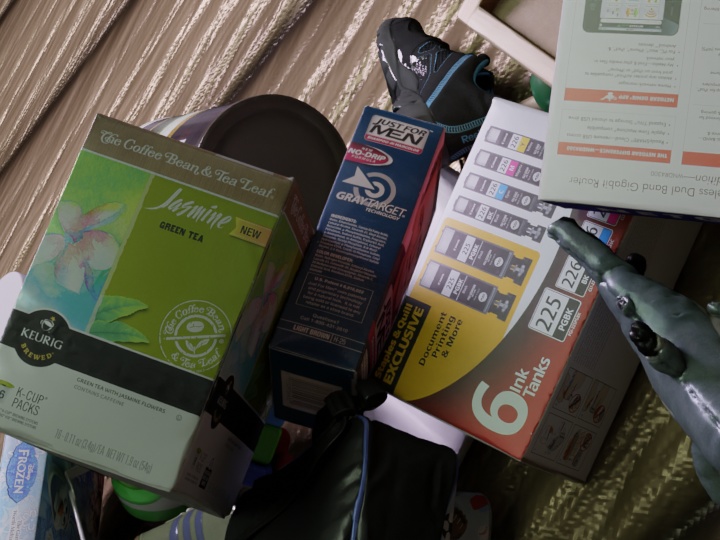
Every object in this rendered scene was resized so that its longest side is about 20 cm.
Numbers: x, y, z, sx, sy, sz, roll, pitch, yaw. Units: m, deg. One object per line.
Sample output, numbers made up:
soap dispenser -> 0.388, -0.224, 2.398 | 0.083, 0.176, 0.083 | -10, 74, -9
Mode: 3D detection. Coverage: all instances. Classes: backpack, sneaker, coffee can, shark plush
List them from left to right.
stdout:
coffee can -> -0.116, -0.067, 1.246 | 0.200, 0.146, 0.147 | 0, 68, 60
sneaker -> -0.105, 0.207, 1.138 | 0.200, 0.067, 0.090 | -2, 59, 55
backpack -> -0.015, 0.197, 0.924 | 0.190, 0.154, 0.200 | -28, 40, 49
sneaker -> 0.062, -0.140, 1.122 | 0.082, 0.073, 0.200 | -19, 37, 4
shark plush -> 0.174, 0.037, 0.777 | 0.091, 0.083, 0.200 | -39, 64, 28

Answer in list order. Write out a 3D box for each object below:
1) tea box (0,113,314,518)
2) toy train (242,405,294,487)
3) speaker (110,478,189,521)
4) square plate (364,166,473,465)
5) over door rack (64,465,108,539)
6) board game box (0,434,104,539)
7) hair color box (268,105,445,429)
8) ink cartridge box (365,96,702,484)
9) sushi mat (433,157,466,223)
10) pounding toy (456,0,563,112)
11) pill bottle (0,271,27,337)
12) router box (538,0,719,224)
tea box -> -0.123, 0.037, 0.921 | 0.200, 0.133, 0.197 | 74, -145, -76
toy train -> -0.083, 0.090, 1.141 | 0.200, 0.085, 0.116 | -121, 52, -79
speaker -> -0.174, 0.105, 1.188 | 0.088, 0.088, 0.200 | -126, 26, -55
square plate -> 0.056, 0.034, 1.042 | 0.198, 0.028, 0.200 | 33, 97, 53
over door rack -> -0.224, 0.278, 1.185 | 0.148, 0.066, 0.200 | 90, 171, -46
board game box -> -0.267, 0.232, 1.245 | 0.200, 0.043, 0.199 | 83, -171, -64
hair color box -> 0.000, 0.000, 0.979 | 0.100, 0.060, 0.200 | 93, -165, -58
ink cartridge box -> 0.095, 0.004, 0.920 | 0.175, 0.084, 0.200 | 23, 88, 41
sushi mat -> 0.015, -0.027, 1.167 | 0.200, 0.012, 0.096 | -49, 35, 24
pounding toy -> 0.170, -0.162, 0.948 | 0.200, 0.142, 0.184 | -58, 46, 14
pill bottle -> -0.226, 0.073, 1.269 | 0.112, 0.200, 0.112 | -34, 42, 39
router box -> 0.206, -0.114, 0.789 | 0.200, 0.049, 0.180 | 8, 90, 25
